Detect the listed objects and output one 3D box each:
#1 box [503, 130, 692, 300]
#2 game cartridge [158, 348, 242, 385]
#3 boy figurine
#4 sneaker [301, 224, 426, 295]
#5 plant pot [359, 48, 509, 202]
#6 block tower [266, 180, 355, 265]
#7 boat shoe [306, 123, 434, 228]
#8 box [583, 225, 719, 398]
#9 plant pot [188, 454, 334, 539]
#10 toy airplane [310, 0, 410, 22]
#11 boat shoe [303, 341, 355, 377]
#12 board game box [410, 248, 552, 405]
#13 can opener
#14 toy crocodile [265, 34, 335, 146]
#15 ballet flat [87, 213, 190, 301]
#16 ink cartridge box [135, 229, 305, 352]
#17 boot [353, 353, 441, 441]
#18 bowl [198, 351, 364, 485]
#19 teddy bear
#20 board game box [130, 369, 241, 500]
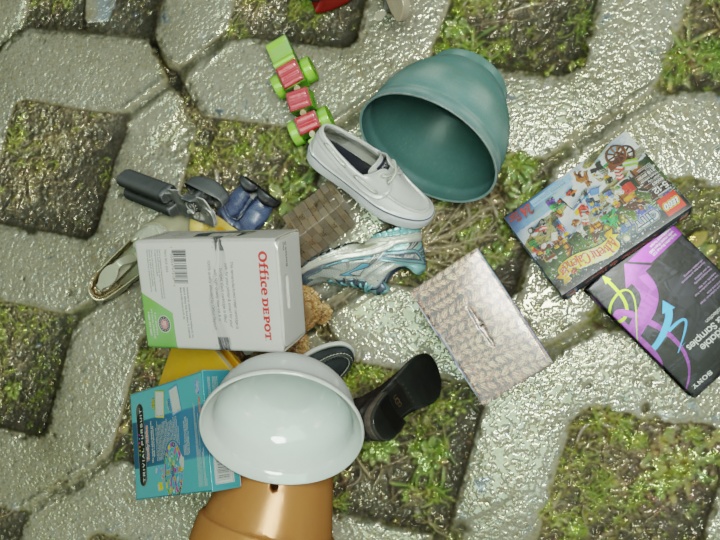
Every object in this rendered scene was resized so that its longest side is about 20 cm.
[{"bbox_3d":[0.315,-0.073,0.958,0.200,0.038,0.137,-36,66,9],"label":"box"},{"bbox_3d":[-0.232,0.190,1.024,0.176,0.032,0.201,41,118,37],"label":"game cartridge"},{"bbox_3d":[-0.211,-0.048,1.068,0.124,0.064,0.200,39,94,4],"label":"boy figurine"},{"bbox_3d":[0.000,0.000,1.019,0.199,0.078,0.087,-20,89,11],"label":"sneaker"},{"bbox_3d":[0.117,-0.207,0.954,0.200,0.201,0.135,28,67,10],"label":"plant pot"},{"bbox_3d":[-0.100,-0.041,1.033,0.200,0.058,0.054,-38,52,4],"label":"block tower"},{"bbox_3d":[0.019,-0.128,0.971,0.199,0.065,0.074,28,56,-5],"label":"boat shoe"},{"bbox_3d":[0.424,0.049,0.953,0.143,0.036,0.200,-45,82,7],"label":"box"},{"bbox_3d":[-0.121,0.322,0.983,0.199,0.200,0.141,12,81,11],"label":"plant pot"},{"bbox_3d":[0.015,-0.454,0.991,0.199,0.141,0.201,24,110,42],"label":"toy airplane"},{"bbox_3d":[-0.086,0.179,1.028,0.200,0.060,0.076,-40,123,16],"label":"boat shoe"},{"bbox_3d":[0.158,0.067,0.922,0.097,0.200,0.160,-34,84,9],"label":"board game box"},{"bbox_3d":[-0.278,-0.117,1.068,0.199,0.053,0.067,21,55,32],"label":"can opener"},{"bbox_3d":[-0.088,-0.252,1.047,0.067,0.062,0.201,-22,85,10],"label":"toy crocodile"},{"bbox_3d":[-0.342,-0.021,1.092,0.200,0.069,0.070,-41,82,8],"label":"ballet flat"},{"bbox_3d":[-0.180,0.024,0.933,0.199,0.084,0.146,0,102,17],"label":"ink cartridge box"},{"bbox_3d":[0.004,0.187,1.000,0.174,0.200,0.070,-21,97,42],"label":"boot"},{"bbox_3d":[-0.092,0.168,0.882,0.200,0.091,0.202,1,127,2],"label":"bowl"},{"bbox_3d":[-0.129,0.085,1.029,0.144,0.067,0.201,25,120,-3],"label":"teddy bear"},{"bbox_3d":[-0.244,0.228,0.976,0.200,0.047,0.152,-21,71,43],"label":"board game box"}]
